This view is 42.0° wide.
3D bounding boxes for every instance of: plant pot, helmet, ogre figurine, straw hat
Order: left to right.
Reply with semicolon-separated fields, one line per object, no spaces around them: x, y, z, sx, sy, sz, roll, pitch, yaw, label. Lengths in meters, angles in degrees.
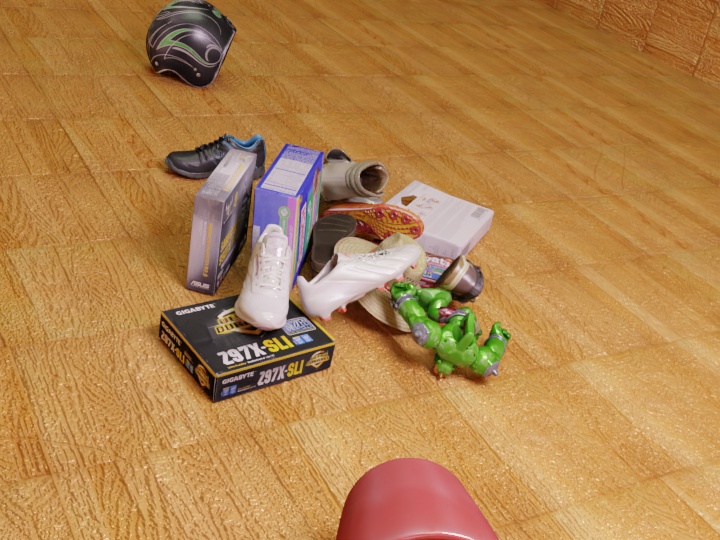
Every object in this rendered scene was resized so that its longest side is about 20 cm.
-0.406;-0.540;2.208;0.188;0.202;0.201;25;26;-12;helmet
0.058;-0.008;1.462;0.199;0.085;0.203;29;30;-19;straw hat
0.052;0.289;0.909;0.196;0.205;0.178;8;19;-6;plant pot
0.134;0.089;1.367;0.200;0.098;0.121;44;22;-20;ogre figurine

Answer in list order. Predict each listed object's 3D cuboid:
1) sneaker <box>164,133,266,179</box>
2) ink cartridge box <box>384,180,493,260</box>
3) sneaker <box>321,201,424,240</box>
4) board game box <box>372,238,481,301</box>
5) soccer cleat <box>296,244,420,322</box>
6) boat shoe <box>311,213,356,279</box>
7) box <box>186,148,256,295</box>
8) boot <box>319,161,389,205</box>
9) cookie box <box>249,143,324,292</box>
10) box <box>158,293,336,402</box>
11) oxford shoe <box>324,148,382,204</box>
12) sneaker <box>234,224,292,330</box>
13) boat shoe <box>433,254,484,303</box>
-0.275;-0.224;1.788;0.196;0.083;0.073;-4;34;-25;sneaker
0.139;-0.093;1.756;0.173;0.046;0.200;23;30;17;ink cartridge box
0.025;-0.095;1.651;0.196;0.075;0.077;10;28;27;sneaker
0.108;-0.002;1.611;0.196;0.020;0.103;15;27;4;board game box
0.000;0.000;1.357;0.197;0.079;0.069;-29;8;-19;soccer cleat
-0.050;-0.028;1.548;0.070;0.069;0.201;6;29;9;boat shoe
-0.217;-0.081;1.477;0.047;0.161;0.201;13;28;2;box
-0.013;-0.158;1.678;0.152;0.074;0.199;-1;2;29;boot
-0.118;-0.085;1.511;0.073;0.174;0.201;11;29;5;cookie box
-0.157;0.096;1.303;0.197;0.050;0.159;-12;39;-37;box
-0.020;-0.181;1.839;0.074;0.059;0.200;-4;34;-31;oxford shoe
-0.134;0.007;1.318;0.073;0.101;0.201;9;29;-10;sneaker
0.158;0.020;1.470;0.065;0.074;0.200;41;6;3;boat shoe
